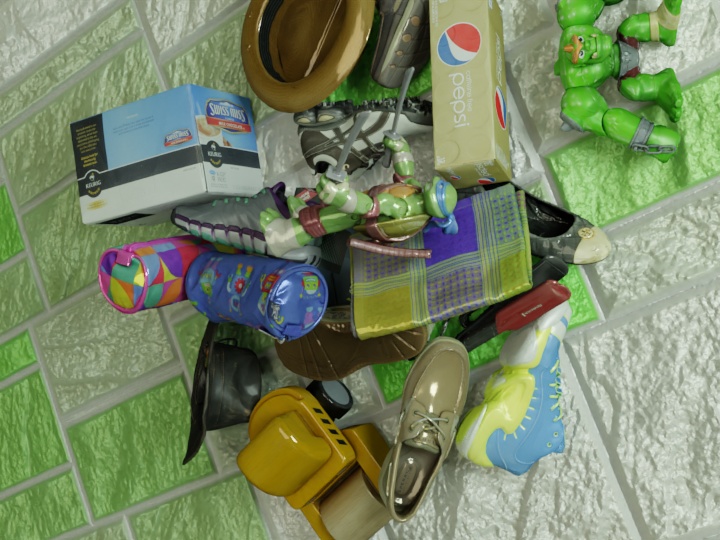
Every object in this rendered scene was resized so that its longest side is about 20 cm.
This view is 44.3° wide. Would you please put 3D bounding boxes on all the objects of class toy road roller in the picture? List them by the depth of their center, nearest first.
[{"bbox_3d":[-0.054,0.227,1.023,0.123,0.146,0.201,-46,73,21],"label":"toy road roller"}]

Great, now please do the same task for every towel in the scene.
[{"bbox_3d":[0.076,-0.010,0.909,0.197,0.023,0.145,-15,48,21],"label":"towel"}]

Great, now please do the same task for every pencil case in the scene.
[{"bbox_3d":[-0.120,0.027,0.990,0.199,0.077,0.088,9,80,50],"label":"pencil case"},{"bbox_3d":[-0.224,-0.006,1.078,0.087,0.199,0.090,7,104,28],"label":"pencil case"}]

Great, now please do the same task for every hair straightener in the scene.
[{"bbox_3d":[0.149,0.042,0.961,0.041,0.078,0.200,27,135,-19],"label":"hair straightener"}]

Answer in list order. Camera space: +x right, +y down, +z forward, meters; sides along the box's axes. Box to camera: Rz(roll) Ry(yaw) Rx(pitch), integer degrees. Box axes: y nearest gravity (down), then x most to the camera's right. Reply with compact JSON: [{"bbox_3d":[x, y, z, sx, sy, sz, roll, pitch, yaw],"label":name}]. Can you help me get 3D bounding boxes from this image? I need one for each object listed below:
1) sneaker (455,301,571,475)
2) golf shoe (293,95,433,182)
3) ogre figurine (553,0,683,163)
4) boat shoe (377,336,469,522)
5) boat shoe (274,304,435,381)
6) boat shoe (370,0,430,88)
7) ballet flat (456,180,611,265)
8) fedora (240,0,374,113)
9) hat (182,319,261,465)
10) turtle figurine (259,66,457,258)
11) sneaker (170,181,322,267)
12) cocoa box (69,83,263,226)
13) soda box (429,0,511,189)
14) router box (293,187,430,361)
[{"bbox_3d":[0.189,0.131,0.949,0.104,0.076,0.201,31,100,-4],"label":"sneaker"},{"bbox_3d":[0.012,-0.151,1.018,0.198,0.077,0.096,4,104,39],"label":"golf shoe"},{"bbox_3d":[0.255,-0.210,0.882,0.118,0.098,0.203,-2,106,9],"label":"ogre figurine"},{"bbox_3d":[0.071,0.171,0.948,0.071,0.065,0.203,19,99,-8],"label":"boat shoe"},{"bbox_3d":[-0.005,0.074,0.978,0.198,0.063,0.074,-9,105,31],"label":"boat shoe"},{"bbox_3d":[0.056,-0.304,0.996,0.073,0.074,0.202,27,95,33],"label":"boat shoe"},{"bbox_3d":[0.173,-0.063,0.937,0.199,0.066,0.057,30,141,25],"label":"ballet flat"},{"bbox_3d":[-0.049,-0.277,1.031,0.198,0.081,0.204,-3,85,34],"label":"fedora"},{"bbox_3d":[-0.165,0.148,1.093,0.080,0.201,0.203,12,100,-14],"label":"hat"},{"bbox_3d":[-0.010,-0.097,0.887,0.192,0.200,0.145,-17,42,27],"label":"turtle figurine"},{"bbox_3d":[-0.126,-0.066,1.033,0.197,0.074,0.089,16,89,19],"label":"sneaker"},{"bbox_3d":[-0.242,-0.139,1.112,0.198,0.133,0.133,-11,87,27],"label":"cocoa box"},{"bbox_3d":[0.115,-0.193,0.936,0.067,0.064,0.203,-7,72,23],"label":"soda box"},{"bbox_3d":[0.000,0.000,1.033,0.198,0.062,0.152,18,101,25],"label":"router box"}]
